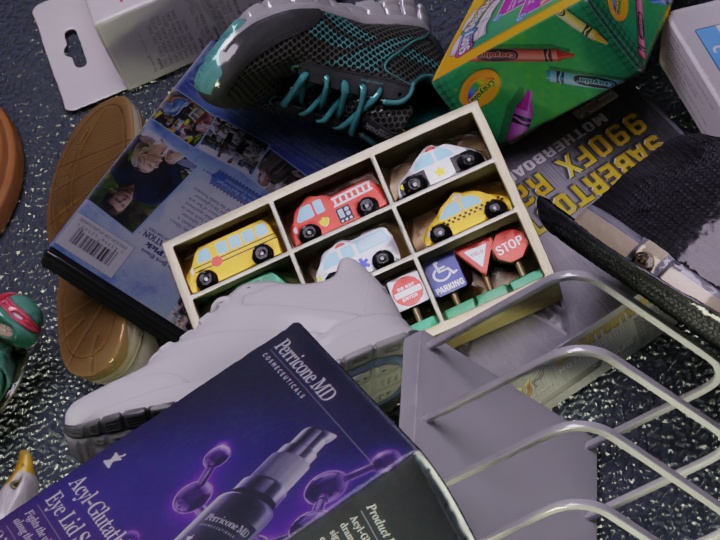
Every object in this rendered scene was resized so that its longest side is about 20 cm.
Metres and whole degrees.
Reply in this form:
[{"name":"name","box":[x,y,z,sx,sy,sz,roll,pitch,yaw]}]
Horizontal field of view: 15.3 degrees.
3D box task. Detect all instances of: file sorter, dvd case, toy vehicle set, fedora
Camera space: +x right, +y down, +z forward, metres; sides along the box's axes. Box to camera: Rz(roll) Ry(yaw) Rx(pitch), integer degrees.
[{"name":"file sorter","box":[0.108,0.121,1.351,0.124,0.139,0.201,-31,41,36]},{"name":"dvd case","box":[-0.078,-0.036,1.587,0.142,0.018,0.200,32,54,4]},{"name":"toy vehicle set","box":[0.000,0.000,1.504,0.199,0.027,0.125,-24,63,1]},{"name":"fedora","box":[0.190,-0.011,1.383,0.200,0.200,0.092,37,93,37]}]

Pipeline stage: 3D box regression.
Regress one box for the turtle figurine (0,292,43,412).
[{"name":"turtle figurine","box":[-0.252,0.065,1.575,0.200,0.101,0.150,-48,33,1]}]

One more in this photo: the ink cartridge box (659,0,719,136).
[{"name":"ink cartridge box","box":[0.287,-0.089,1.516,0.175,0.045,0.200,-14,48,-12]}]

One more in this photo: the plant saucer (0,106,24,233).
[{"name":"plant saucer","box":[-0.317,-0.055,1.734,0.199,0.038,0.201,-9,51,11]}]

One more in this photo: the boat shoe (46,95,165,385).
[{"name":"boat shoe","box":[-0.142,-0.011,1.618,0.074,0.069,0.201,-24,51,31]}]

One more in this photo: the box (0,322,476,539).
[{"name":"box","box":[-0.061,0.141,1.271,0.200,0.105,0.148,-35,34,-9]}]

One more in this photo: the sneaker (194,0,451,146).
[{"name":"sneaker","box":[-0.009,-0.115,1.601,0.199,0.078,0.091,-11,54,-44]}]

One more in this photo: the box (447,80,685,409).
[{"name":"box","box":[0.110,-0.012,1.543,0.200,0.048,0.158,-33,49,-8]}]

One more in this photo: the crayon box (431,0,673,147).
[{"name":"crayon box","box":[0.128,-0.167,1.588,0.119,0.058,0.200,-27,23,36]}]

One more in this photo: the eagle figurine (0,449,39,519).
[{"name":"eagle figurine","box":[-0.182,0.169,1.418,0.199,0.152,0.152,11,20,27]}]

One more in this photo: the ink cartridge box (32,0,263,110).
[{"name":"ink cartridge box","box":[-0.125,-0.198,1.759,0.199,0.068,0.116,-24,49,0]}]

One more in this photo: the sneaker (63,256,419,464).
[{"name":"sneaker","box":[-0.067,0.055,1.441,0.199,0.075,0.087,-17,51,-14]}]
